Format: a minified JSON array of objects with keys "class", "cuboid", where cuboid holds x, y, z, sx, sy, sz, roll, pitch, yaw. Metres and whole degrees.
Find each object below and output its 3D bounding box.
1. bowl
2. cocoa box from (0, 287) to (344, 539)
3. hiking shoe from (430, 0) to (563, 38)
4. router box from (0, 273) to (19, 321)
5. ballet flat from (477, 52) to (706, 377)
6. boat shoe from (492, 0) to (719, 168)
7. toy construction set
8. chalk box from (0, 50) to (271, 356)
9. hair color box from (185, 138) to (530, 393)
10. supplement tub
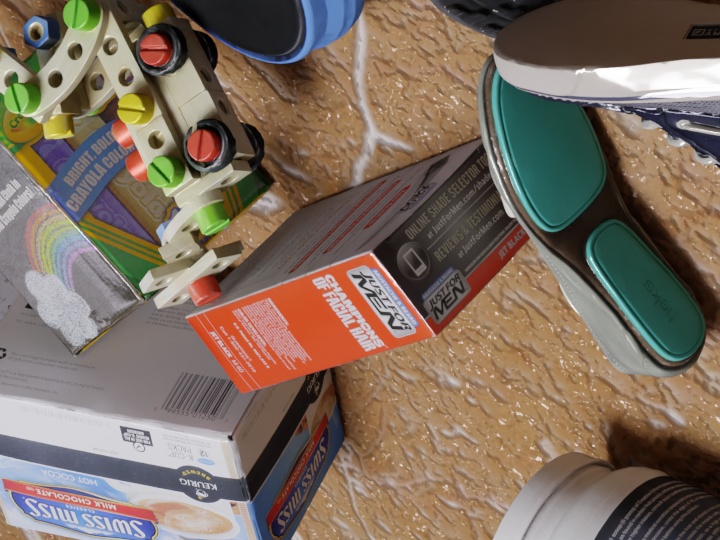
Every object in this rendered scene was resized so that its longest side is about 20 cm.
[{"class":"bowl","cuboid":[-0.083,-0.192,1.306,0.201,0.039,0.201,39,160,18]},{"class":"cocoa box","cuboid":[-0.131,0.093,1.580,0.200,0.133,0.131,9,134,22]},{"class":"hiking shoe","cuboid":[0.027,-0.195,1.207,0.200,0.076,0.101,42,-167,-25]},{"class":"router box","cuboid":[-0.260,0.078,1.684,0.049,0.200,0.180,33,145,18]},{"class":"ballet flat","cuboid":[0.108,-0.025,1.292,0.200,0.067,0.064,56,153,-14]},{"class":"boat shoe","cuboid":[0.160,-0.075,1.160,0.200,0.075,0.093,6,130,35]},{"class":"toy construction set","cuboid":[-0.127,-0.074,1.397,0.131,0.092,0.200,-33,90,23]},{"class":"chalk box","cuboid":[-0.180,-0.072,1.509,0.200,0.124,0.124,50,148,-4]},{"class":"hair color box","cuboid":[0.000,0.000,1.396,0.064,0.111,0.200,53,147,-11]},{"class":"supplement tub","cuboid":[0.181,0.194,1.373,0.200,0.140,0.140,23,141,31]}]
